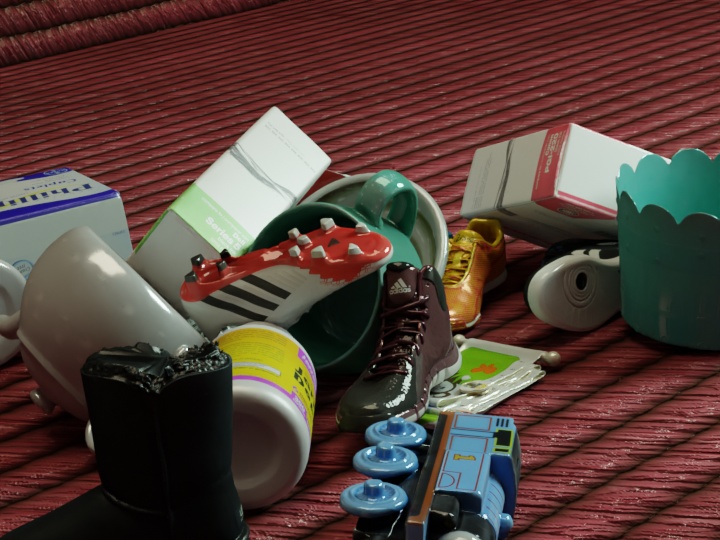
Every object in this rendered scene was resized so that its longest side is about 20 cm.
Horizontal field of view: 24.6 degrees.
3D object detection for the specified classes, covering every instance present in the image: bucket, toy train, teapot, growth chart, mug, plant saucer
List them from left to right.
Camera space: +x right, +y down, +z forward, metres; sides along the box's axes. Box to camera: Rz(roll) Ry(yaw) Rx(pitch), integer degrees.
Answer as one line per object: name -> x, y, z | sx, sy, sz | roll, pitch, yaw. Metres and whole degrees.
teapot -> -0.231, 0.070, 1.454 | 0.146, 0.197, 0.200 | -46, -1, -6
mug -> -0.004, 0.012, 1.501 | 0.185, 0.153, 0.114 | -25, -17, 27
plant saucer -> 0.000, 0.000, 1.629 | 0.199, 0.050, 0.201 | -13, 57, 20
toy train -> 0.051, 0.162, 1.144 | 0.114, 0.087, 0.200 | 2, 18, 9
growth chart -> 0.081, 0.099, 1.451 | 0.144, 0.018, 0.200 | 5, 20, 36
bucket -> 0.330, -0.022, 1.518 | 0.206, 0.135, 0.207 | -2, 21, 1

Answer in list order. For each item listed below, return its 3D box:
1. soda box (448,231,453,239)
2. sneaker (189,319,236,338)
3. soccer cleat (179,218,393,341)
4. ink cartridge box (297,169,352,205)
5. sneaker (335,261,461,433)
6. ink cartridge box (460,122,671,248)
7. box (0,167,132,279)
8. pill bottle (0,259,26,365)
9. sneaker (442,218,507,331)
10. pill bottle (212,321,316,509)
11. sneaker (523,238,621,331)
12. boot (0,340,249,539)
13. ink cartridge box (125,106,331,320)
soda box -> -0.003, -0.001, 1.726 | 0.199, 0.064, 0.068 | -11, 17, -11
sneaker -> -0.189, 0.037, 1.642 | 0.199, 0.082, 0.078 | -14, 18, -27
soccer cleat -> -0.061, 0.014, 1.435 | 0.199, 0.085, 0.069 | -13, 28, 16
ink cartridge box -> -0.055, -0.060, 1.768 | 0.162, 0.057, 0.200 | -15, -13, 37
sneaker -> 0.026, 0.056, 1.378 | 0.075, 0.116, 0.200 | -1, 16, 20
ink cartridge box -> 0.215, -0.080, 1.699 | 0.145, 0.085, 0.200 | 18, -13, -22
box -> -0.388, -0.041, 1.939 | 0.183, 0.105, 0.200 | -16, 20, -26
pill bottle -> -0.427, 0.026, 1.709 | 0.119, 0.120, 0.200 | -16, 19, -29
sneaker -> 0.094, 0.005, 1.645 | 0.073, 0.077, 0.200 | 0, 25, 19
pill bottle -> -0.088, 0.107, 1.336 | 0.104, 0.105, 0.200 | -6, 17, 3
sneaker -> 0.201, 0.012, 1.611 | 0.200, 0.073, 0.112 | -11, 12, -43
boot -> -0.180, 0.138, 1.164 | 0.199, 0.169, 0.076 | -8, 17, -1
ink cartridge box -> -0.134, -0.047, 1.597 | 0.146, 0.084, 0.200 | -46, 3, 45
